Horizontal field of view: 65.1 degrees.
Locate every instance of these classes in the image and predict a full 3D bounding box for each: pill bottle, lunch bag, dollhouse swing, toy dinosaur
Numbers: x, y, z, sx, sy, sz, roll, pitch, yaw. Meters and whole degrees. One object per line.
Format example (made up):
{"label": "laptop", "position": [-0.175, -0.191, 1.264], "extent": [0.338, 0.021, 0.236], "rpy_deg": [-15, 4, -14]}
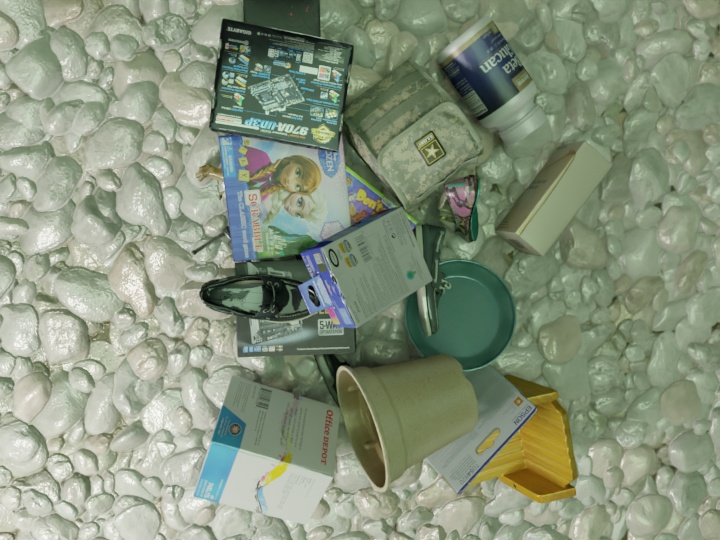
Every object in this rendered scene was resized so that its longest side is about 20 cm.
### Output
{"label": "pill bottle", "position": [0.230, -0.319, 0.968], "extent": [0.111, 0.111, 0.200], "rpy_deg": [-39, 100, -2]}
{"label": "lunch bag", "position": [0.083, -0.216, 0.920], "extent": [0.164, 0.118, 0.200], "rpy_deg": [-36, 67, -2]}
{"label": "dollhouse swing", "position": [0.256, 0.322, 1.026], "extent": [0.175, 0.181, 0.202], "rpy_deg": [-16, 99, -24]}
{"label": "toy dinosaur", "position": [-0.180, -0.167, 0.957], "extent": [0.199, 0.058, 0.102], "rpy_deg": [-18, 97, -6]}

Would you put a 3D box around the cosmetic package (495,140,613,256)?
{"label": "cosmetic package", "position": [0.342, -0.127, 1.011], "extent": [0.073, 0.104, 0.201], "rpy_deg": [36, 90, -10]}

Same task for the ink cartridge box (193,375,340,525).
{"label": "ink cartridge box", "position": [-0.152, 0.302, 0.947], "extent": [0.199, 0.147, 0.147], "rpy_deg": [19, 122, -9]}

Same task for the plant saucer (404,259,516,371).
{"label": "plant saucer", "position": [0.179, 0.081, 1.021], "extent": [0.198, 0.036, 0.202], "rpy_deg": [-1, 79, 4]}

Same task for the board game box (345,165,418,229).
{"label": "board game box", "position": [-0.018, -0.091, 0.988], "extent": [0.199, 0.045, 0.135], "rpy_deg": [36, 89, -13]}

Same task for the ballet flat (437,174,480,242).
{"label": "ballet flat", "position": [0.167, -0.105, 0.962], "extent": [0.071, 0.200, 0.070], "rpy_deg": [4, 73, 12]}

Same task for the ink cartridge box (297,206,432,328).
{"label": "ink cartridge box", "position": [0.000, 0.000, 0.886], "extent": [0.199, 0.076, 0.137], "rpy_deg": [-30, 101, -31]}

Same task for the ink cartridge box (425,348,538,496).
{"label": "ink cartridge box", "position": [0.183, 0.256, 0.992], "extent": [0.200, 0.200, 0.041], "rpy_deg": [-46, 133, 0]}

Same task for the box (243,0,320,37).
{"label": "box", "position": [-0.126, -0.330, 0.920], "extent": [0.121, 0.106, 0.202], "rpy_deg": [-3, 96, -8]}

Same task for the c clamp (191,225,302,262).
{"label": "c clamp", "position": [-0.166, -0.009, 0.996], "extent": [0.171, 0.027, 0.200], "rpy_deg": [-40, 99, -7]}

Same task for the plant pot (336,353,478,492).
{"label": "plant pot", "position": [0.080, 0.223, 0.913], "extent": [0.182, 0.200, 0.202], "rpy_deg": [-16, 99, -19]}

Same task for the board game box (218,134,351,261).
{"label": "board game box", "position": [-0.119, -0.124, 0.920], "extent": [0.198, 0.041, 0.202], "rpy_deg": [-8, 97, -10]}

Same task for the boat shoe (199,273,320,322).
{"label": "boat shoe", "position": [-0.159, 0.042, 0.890], "extent": [0.198, 0.066, 0.075], "rpy_deg": [9, 87, 2]}

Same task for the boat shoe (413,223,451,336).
{"label": "boat shoe", "position": [0.129, 0.013, 0.984], "extent": [0.061, 0.073, 0.202], "rpy_deg": [-2, 73, -2]}

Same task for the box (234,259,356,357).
{"label": "box", "position": [-0.107, 0.061, 0.947], "extent": [0.198, 0.050, 0.159], "rpy_deg": [-2, 88, 2]}

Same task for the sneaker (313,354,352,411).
{"label": "sneaker", "position": [-0.005, 0.196, 1.016], "extent": [0.114, 0.076, 0.200], "rpy_deg": [-33, 103, -5]}

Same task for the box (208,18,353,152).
{"label": "box", "position": [-0.118, -0.274, 0.850], "extent": [0.198, 0.046, 0.160], "rpy_deg": [8, 96, -8]}
